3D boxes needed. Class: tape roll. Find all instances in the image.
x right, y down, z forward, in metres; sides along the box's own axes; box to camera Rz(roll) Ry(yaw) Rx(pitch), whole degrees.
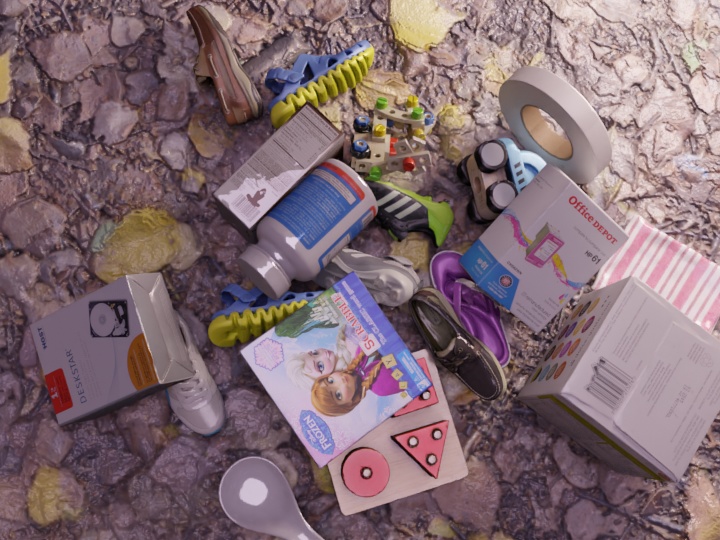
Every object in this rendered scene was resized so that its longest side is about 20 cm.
[{"bbox_3d":[0.291,-0.217,1.320,0.037,0.203,0.203,-43,86,-9],"label":"tape roll"}]

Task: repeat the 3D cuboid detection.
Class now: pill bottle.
[{"bbox_3d":[-0.078,-0.056,1.257,0.112,0.112,0.200,44,73,4],"label":"pill bottle"}]

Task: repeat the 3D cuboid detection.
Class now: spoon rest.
[{"bbox_3d":[-0.114,0.349,1.260,0.200,0.061,0.100,38,79,2],"label":"spoon rest"}]

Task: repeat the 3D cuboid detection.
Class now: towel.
[{"bbox_3d":[0.481,0.020,1.380,0.199,0.030,0.147,33,78,2],"label":"towel"}]

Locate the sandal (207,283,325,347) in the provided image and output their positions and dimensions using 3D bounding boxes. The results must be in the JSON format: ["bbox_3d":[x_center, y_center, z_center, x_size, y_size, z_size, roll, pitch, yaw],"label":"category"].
[{"bbox_3d":[-0.131,0.050,1.305,0.199,0.080,0.087,-6,53,-14],"label":"sandal"}]

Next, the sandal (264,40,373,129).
[{"bbox_3d":[-0.070,-0.306,1.364,0.199,0.080,0.087,-32,75,-12],"label":"sandal"}]

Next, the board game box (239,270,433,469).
[{"bbox_3d":[-0.034,0.138,1.237,0.199,0.041,0.200,-36,87,-9],"label":"board game box"}]

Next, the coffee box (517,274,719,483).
[{"bbox_3d":[0.381,0.158,1.262,0.200,0.198,0.200,36,78,0],"label":"coffee box"}]

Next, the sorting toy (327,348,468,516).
[{"bbox_3d":[0.041,0.235,1.287,0.199,0.070,0.200,-16,82,-7],"label":"sorting toy"}]

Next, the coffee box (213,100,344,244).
[{"bbox_3d":[-0.119,-0.142,1.318,0.080,0.114,0.200,42,79,6],"label":"coffee box"}]

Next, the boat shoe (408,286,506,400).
[{"bbox_3d":[0.136,0.115,1.306,0.072,0.066,0.201,-42,78,29],"label":"boat shoe"}]

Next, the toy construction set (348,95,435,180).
[{"bbox_3d":[0.051,-0.191,1.319,0.130,0.200,0.093,6,121,-1],"label":"toy construction set"}]

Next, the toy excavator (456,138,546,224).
[{"bbox_3d":[0.273,-0.116,1.361,0.199,0.100,0.196,-12,82,-15],"label":"toy excavator"}]

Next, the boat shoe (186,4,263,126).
[{"bbox_3d":[-0.224,-0.316,1.361,0.074,0.076,0.201,-29,83,-6],"label":"boat shoe"}]

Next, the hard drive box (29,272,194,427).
[{"bbox_3d":[-0.349,0.112,1.227,0.199,0.077,0.157,-25,81,26],"label":"hard drive box"}]

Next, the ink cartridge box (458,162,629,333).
[{"bbox_3d":[0.268,-0.033,1.285,0.144,0.085,0.200,36,101,-27],"label":"ink cartridge box"}]

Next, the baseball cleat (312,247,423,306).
[{"bbox_3d":[0.000,0.000,1.332,0.199,0.106,0.070,25,117,23],"label":"baseball cleat"}]

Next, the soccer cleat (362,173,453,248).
[{"bbox_3d":[0.045,-0.093,1.349,0.199,0.068,0.082,18,85,-3],"label":"soccer cleat"}]

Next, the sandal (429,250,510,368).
[{"bbox_3d":[0.176,0.056,1.339,0.082,0.050,0.203,-28,83,-9],"label":"sandal"}]

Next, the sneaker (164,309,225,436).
[{"bbox_3d":[-0.259,0.148,1.273,0.076,0.081,0.201,-27,84,-10],"label":"sneaker"}]
